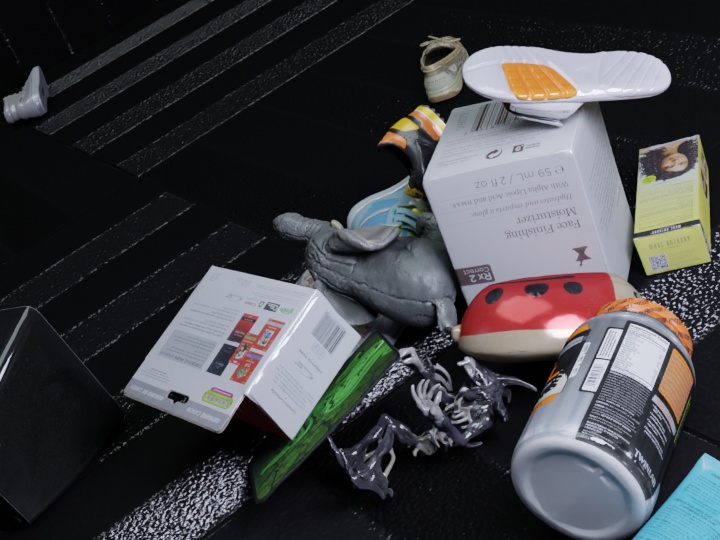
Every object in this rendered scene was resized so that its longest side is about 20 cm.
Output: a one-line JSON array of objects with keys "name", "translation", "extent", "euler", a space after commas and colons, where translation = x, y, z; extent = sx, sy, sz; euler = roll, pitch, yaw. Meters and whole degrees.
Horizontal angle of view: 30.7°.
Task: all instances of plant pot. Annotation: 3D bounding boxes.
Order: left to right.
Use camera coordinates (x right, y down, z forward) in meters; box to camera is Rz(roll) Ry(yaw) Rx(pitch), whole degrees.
[{"name": "plant pot", "translation": [-0.423, 0.183, 1.492], "extent": [0.197, 0.201, 0.179], "euler": [-8, 44, 29]}]

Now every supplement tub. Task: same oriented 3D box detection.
[{"name": "supplement tub", "translation": [0.214, 0.121, 1.120], "extent": [0.121, 0.124, 0.200], "euler": [-5, 32, 34]}]

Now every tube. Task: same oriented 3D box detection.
[{"name": "tube", "translation": [0.240, 0.217, 1.012], "extent": [0.199, 0.051, 0.077], "euler": [-36, 51, -28]}]

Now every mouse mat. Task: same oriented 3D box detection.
[{"name": "mouse mat", "translation": [-0.040, 0.143, 1.313], "extent": [0.200, 0.008, 0.161], "euler": [-45, 10, -1]}]

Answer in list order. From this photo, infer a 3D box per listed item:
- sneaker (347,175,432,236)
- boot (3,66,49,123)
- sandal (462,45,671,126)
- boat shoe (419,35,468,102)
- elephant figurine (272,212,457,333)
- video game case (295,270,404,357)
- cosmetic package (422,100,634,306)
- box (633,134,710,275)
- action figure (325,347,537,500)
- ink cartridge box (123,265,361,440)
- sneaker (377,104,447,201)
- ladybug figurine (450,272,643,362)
[{"name": "sneaker", "translation": [0.080, -0.070, 1.627], "extent": [0.199, 0.080, 0.131], "euler": [-32, 24, 8]}, {"name": "boot", "translation": [-0.738, -0.385, 2.876], "extent": [0.094, 0.074, 0.200], "euler": [-18, 28, -1]}, {"name": "sandal", "translation": [0.202, -0.175, 1.299], "extent": [0.204, 0.060, 0.080], "euler": [2, 47, 2]}, {"name": "boat shoe", "translation": [0.130, -0.331, 2.063], "extent": [0.072, 0.063, 0.201], "euler": [-19, 27, 13]}, {"name": "elephant figurine", "translation": [0.000, 0.000, 1.428], "extent": [0.197, 0.143, 0.155], "euler": [9, -17, -7]}, {"name": "video game case", "translation": [-0.025, 0.053, 1.553], "extent": [0.198, 0.023, 0.182], "euler": [-5, 33, 35]}, {"name": "cosmetic package", "translation": [0.184, -0.065, 1.388], "extent": [0.163, 0.202, 0.166], "euler": [-11, 29, 24]}, {"name": "box", "translation": [0.343, -0.075, 1.441], "extent": [0.074, 0.050, 0.201], "euler": [-14, 30, 21]}, {"name": "action figure", "translation": [0.065, 0.132, 1.251], "extent": [0.199, 0.103, 0.119], "euler": [-30, 16, -7]}, {"name": "ink cartridge box", "translation": [-0.128, 0.099, 1.368], "extent": [0.199, 0.084, 0.176], "euler": [12, 61, 51]}, {"name": "sneaker", "translation": [0.101, -0.099, 1.573], "extent": [0.090, 0.201, 0.070], "euler": [-35, -13, -14]}, {"name": "ladybug figurine", "translation": [0.186, 0.044, 1.279], "extent": [0.197, 0.073, 0.136], "euler": [-6, 6, -5]}]
